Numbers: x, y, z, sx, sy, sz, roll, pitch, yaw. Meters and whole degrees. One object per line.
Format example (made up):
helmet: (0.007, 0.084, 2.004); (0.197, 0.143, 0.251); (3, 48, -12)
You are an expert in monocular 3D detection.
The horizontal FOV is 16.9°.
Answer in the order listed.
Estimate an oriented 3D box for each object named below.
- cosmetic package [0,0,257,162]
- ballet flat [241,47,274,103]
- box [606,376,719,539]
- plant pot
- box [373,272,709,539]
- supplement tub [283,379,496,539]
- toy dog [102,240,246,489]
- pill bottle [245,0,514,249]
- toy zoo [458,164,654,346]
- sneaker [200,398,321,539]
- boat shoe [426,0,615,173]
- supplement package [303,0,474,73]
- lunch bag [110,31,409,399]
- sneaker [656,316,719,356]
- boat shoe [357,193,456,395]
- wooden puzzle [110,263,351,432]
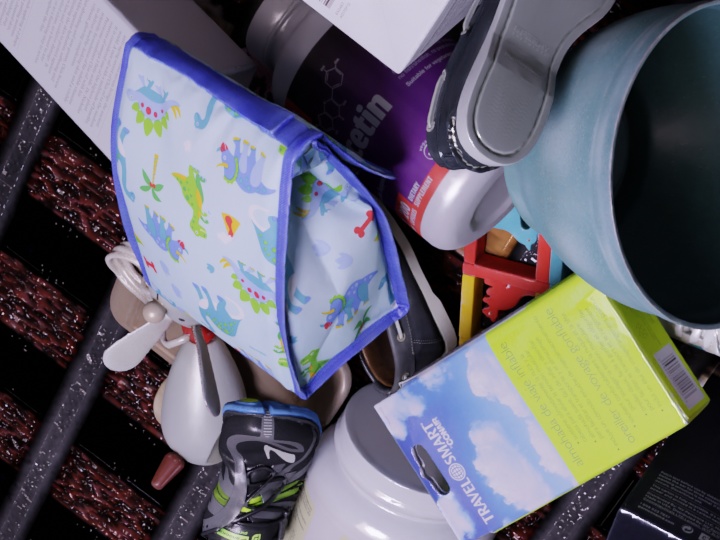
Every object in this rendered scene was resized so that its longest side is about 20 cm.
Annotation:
cosmetic package: (-0.171, -0.160, 1.680); (0.200, 0.071, 0.101); (47, 131, 25)
ballet flat: (-0.044, -0.065, 1.709); (0.071, 0.069, 0.200); (-12, 112, 7)
box: (0.219, 0.208, 1.629); (0.104, 0.182, 0.200); (27, 125, 14)
plant pot: (0.175, -0.071, 1.509); (0.134, 0.200, 0.200); (11, 123, 48)
box: (0.118, 0.088, 1.611); (0.200, 0.048, 0.122); (-34, 87, 34)
supplement tub: (0.018, 0.192, 1.756); (0.145, 0.145, 0.200); (30, 126, 12)
toy dog: (-0.132, 0.083, 1.736); (0.132, 0.096, 0.200); (9, 137, 48)
pill bottle: (0.021, -0.113, 1.598); (0.200, 0.112, 0.112); (41, 129, 18)
toy zoo: (0.133, 0.007, 1.669); (0.131, 0.020, 0.200); (16, 122, 22)
sneaker: (-0.071, 0.155, 1.692); (0.071, 0.083, 0.200); (9, 143, -5)
boat shoe: (0.096, -0.148, 1.453); (0.076, 0.200, 0.060); (41, 156, -22)
supplement package: (0.041, -0.250, 1.465); (0.152, 0.200, 0.151); (38, 128, 5)
lunch bag: (-0.070, -0.048, 1.553); (0.170, 0.127, 0.200); (32, 153, 35)
sneaker: (0.246, 0.028, 1.562); (0.200, 0.093, 0.070); (8, 120, 18)
boat shoe: (0.000, 0.000, 1.674); (0.072, 0.068, 0.200); (29, 152, 53)
wooden puzzle: (-0.095, 0.046, 1.781); (0.200, 0.037, 0.185); (42, 152, 6)
